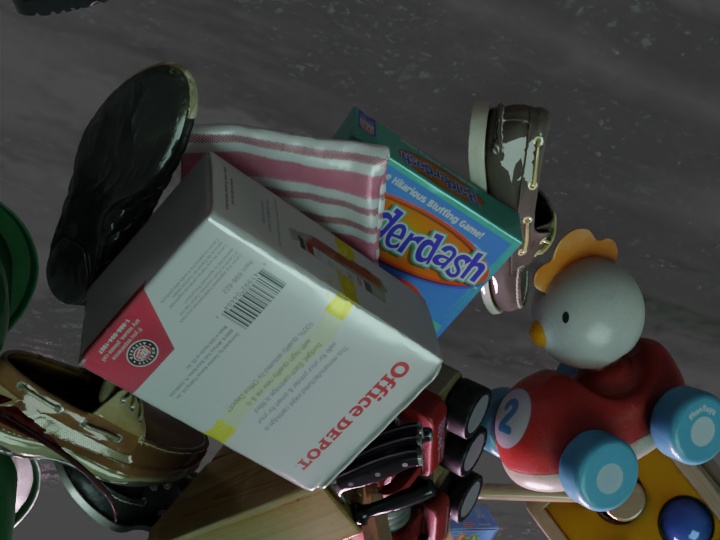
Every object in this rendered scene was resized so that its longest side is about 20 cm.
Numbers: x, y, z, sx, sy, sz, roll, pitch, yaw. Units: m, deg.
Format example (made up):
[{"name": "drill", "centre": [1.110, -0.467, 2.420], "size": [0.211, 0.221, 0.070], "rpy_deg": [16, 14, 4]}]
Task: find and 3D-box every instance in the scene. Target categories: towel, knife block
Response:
[{"name": "towel", "centre": [-0.058, -0.006, 0.969], "size": [0.145, 0.030, 0.202], "rpy_deg": [5, 123, -2]}, {"name": "knife block", "centre": [-0.039, 0.169, 1.011], "size": [0.200, 0.175, 0.064], "rpy_deg": [-48, 124, -19]}]

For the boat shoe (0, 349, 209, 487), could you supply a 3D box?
[{"name": "boat shoe", "centre": [-0.199, 0.109, 1.046], "size": [0.199, 0.076, 0.074], "rpy_deg": [16, 117, -36]}]

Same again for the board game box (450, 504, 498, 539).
[{"name": "board game box", "centre": [0.031, 0.314, 1.376], "size": [0.150, 0.037, 0.201], "rpy_deg": [6, 128, -30]}]

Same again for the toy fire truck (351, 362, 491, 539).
[{"name": "toy fire truck", "centre": [0.029, 0.192, 1.127], "size": [0.200, 0.128, 0.177], "rpy_deg": [-46, 150, -37]}]

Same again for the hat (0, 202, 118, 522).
[{"name": "hat", "centre": [-0.270, 0.058, 0.884], "size": [0.198, 0.177, 0.167], "rpy_deg": [-7, 132, -19]}]

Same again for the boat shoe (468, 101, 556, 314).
[{"name": "boat shoe", "centre": [0.119, -0.043, 1.053], "size": [0.059, 0.072, 0.201], "rpy_deg": [1, 132, 12]}]

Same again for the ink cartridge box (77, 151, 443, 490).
[{"name": "ink cartridge box", "centre": [-0.066, 0.040, 0.926], "size": [0.199, 0.084, 0.145], "rpy_deg": [34, 113, -26]}]

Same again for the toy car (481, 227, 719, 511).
[{"name": "toy car", "centre": [0.180, 0.066, 1.151], "size": [0.176, 0.184, 0.202], "rpy_deg": [-22, 106, -19]}]

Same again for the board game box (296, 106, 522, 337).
[{"name": "board game box", "centre": [0.000, 0.000, 1.016], "size": [0.151, 0.045, 0.200], "rpy_deg": [30, 118, -17]}]

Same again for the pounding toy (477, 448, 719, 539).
[{"name": "pounding toy", "centre": [0.243, 0.227, 1.307], "size": [0.184, 0.201, 0.142], "rpy_deg": [-42, 163, 15]}]

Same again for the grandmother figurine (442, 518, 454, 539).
[{"name": "grandmother figurine", "centre": [0.073, 0.293, 1.315], "size": [0.120, 0.061, 0.201], "rpy_deg": [-1, 139, 12]}]

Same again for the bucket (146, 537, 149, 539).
[{"name": "bucket", "centre": [-0.149, 0.312, 1.091], "size": [0.206, 0.208, 0.135], "rpy_deg": [22, 130, -39]}]

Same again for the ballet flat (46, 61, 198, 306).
[{"name": "ballet flat", "centre": [-0.161, -0.060, 0.932], "size": [0.201, 0.066, 0.057], "rpy_deg": [-58, 169, 30]}]

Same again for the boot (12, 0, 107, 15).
[{"name": "boot", "centre": [-0.138, -0.238, 0.745], "size": [0.197, 0.074, 0.163], "rpy_deg": [-12, 123, 21]}]

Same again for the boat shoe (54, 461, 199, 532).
[{"name": "boat shoe", "centre": [-0.170, 0.182, 1.128], "size": [0.060, 0.074, 0.200], "rpy_deg": [-37, 139, 10]}]

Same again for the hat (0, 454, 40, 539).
[{"name": "hat", "centre": [-0.303, 0.233, 1.023], "size": [0.165, 0.177, 0.200], "rpy_deg": [-30, 137, 3]}]
